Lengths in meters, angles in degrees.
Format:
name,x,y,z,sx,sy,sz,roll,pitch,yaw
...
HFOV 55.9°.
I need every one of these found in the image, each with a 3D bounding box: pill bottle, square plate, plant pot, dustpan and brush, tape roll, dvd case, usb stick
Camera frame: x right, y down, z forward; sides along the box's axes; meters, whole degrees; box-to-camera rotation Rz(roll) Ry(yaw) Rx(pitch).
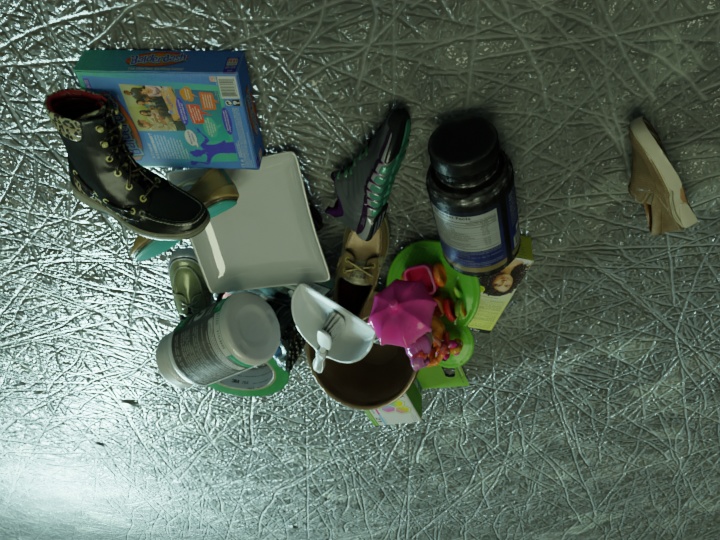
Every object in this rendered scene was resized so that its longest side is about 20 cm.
name,x,y,z,sx,sy,sz,roll,pitch,yaw
pill bottle,-0.228,0.115,1.065,0.199,0.114,0.113,-25,133,37
square plate,-0.156,-0.065,0.971,0.197,0.029,0.200,-6,117,16
pill bottle,0.146,-0.093,0.878,0.110,0.113,0.201,-6,140,14
plant pot,0.015,0.125,1.148,0.198,0.204,0.093,-12,180,20
dustpan and brush,-0.052,0.110,1.049,0.139,0.058,0.200,32,158,9
tape roll,-0.232,0.174,1.309,0.197,0.049,0.202,3,142,2
dvd case,-0.146,0.037,1.124,0.144,0.022,0.200,21,150,-18
usb stick,-0.149,-0.057,1.021,0.198,0.033,0.055,-15,145,24

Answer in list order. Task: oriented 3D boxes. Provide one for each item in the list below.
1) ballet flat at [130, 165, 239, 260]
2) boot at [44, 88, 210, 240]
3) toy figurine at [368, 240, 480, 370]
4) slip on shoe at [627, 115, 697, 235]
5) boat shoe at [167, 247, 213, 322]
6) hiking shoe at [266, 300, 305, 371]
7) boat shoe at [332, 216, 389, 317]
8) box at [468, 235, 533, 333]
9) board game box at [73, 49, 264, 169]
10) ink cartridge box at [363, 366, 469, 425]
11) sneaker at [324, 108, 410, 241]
name,x,y,z,sx,sy,sz,roll,pitch,yaw
ballet flat,-0.250,-0.081,0.942,0.198,0.064,0.068,-27,171,23
boot,-0.285,-0.126,0.827,0.201,0.074,0.155,21,144,13
toy figurine,0.082,0.074,0.959,0.148,0.184,0.203,-13,98,27
slip on shoe,0.370,-0.112,0.862,0.060,0.077,0.200,-26,140,25
boat shoe,-0.277,0.049,1.135,0.071,0.063,0.202,-3,136,-1
hiking shoe,-0.146,0.104,1.166,0.086,0.075,0.201,23,150,16
boat shoe,0.000,0.000,1.021,0.073,0.067,0.202,10,125,0
box,0.201,0.023,1.067,0.074,0.051,0.201,9,142,-4
board game box,-0.231,-0.197,0.846,0.197,0.045,0.153,2,142,4
ink cartridge box,0.099,0.228,1.313,0.197,0.077,0.148,-8,140,19
sneaker,0.001,-0.130,0.888,0.087,0.075,0.201,27,132,10
